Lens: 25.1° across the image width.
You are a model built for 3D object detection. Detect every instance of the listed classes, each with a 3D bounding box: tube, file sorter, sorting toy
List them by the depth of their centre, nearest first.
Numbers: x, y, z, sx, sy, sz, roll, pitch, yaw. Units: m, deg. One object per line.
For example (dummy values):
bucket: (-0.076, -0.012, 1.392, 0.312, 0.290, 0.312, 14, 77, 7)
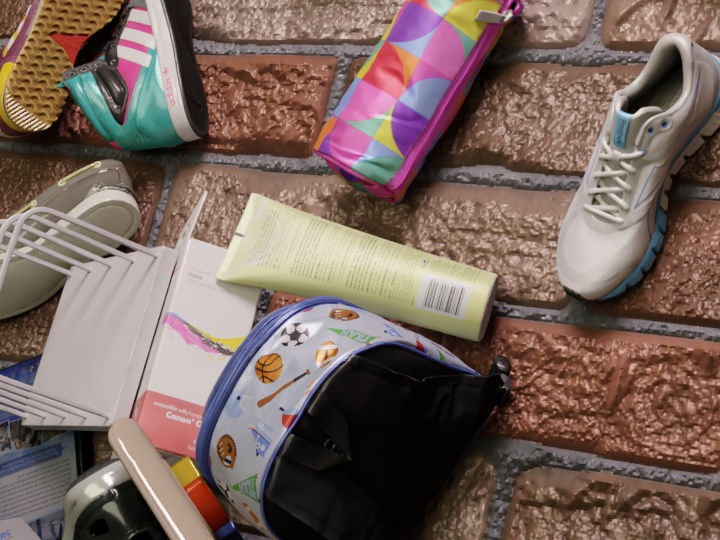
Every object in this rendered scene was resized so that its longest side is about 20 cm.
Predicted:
sorting toy: (-0.085, 0.200, 1.105, 0.036, 0.200, 0.185, -36, 59, -5)
tube: (0.000, 0.000, 1.176, 0.199, 0.058, 0.052, 16, 111, 9)
file sorter: (-0.251, 0.037, 1.240, 0.200, 0.124, 0.140, -9, 61, 60)

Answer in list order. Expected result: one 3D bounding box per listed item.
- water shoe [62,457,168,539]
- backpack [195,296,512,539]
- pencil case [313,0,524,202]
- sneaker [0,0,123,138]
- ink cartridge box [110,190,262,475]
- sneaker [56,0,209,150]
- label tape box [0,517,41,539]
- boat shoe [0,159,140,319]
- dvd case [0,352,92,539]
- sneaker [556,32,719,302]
water shoe: (-0.173, 0.209, 1.165, 0.071, 0.200, 0.079, -28, 66, -16)
backpack: (-0.018, 0.105, 1.104, 0.153, 0.190, 0.201, 27, 86, 32)
pencil case: (0.046, -0.149, 1.230, 0.088, 0.088, 0.201, 34, 92, 35)
sneaker: (-0.282, -0.210, 1.450, 0.090, 0.075, 0.201, -4, 54, 53)
ink cartridge box: (-0.125, 0.054, 1.219, 0.116, 0.067, 0.201, 136, 149, -66)
sneaker: (-0.204, -0.186, 1.394, 0.120, 0.084, 0.201, -18, 65, 13)
label tape box: (-0.259, 0.266, 1.216, 0.200, 0.063, 0.145, 37, 137, 35)
boat shoe: (-0.274, -0.024, 1.379, 0.201, 0.072, 0.061, -30, 49, 17)
dvd case: (-0.282, 0.173, 1.339, 0.142, 0.018, 0.201, -21, 62, 22)
sneaker: (0.184, -0.076, 1.120, 0.075, 0.087, 0.201, 24, 86, 33)
